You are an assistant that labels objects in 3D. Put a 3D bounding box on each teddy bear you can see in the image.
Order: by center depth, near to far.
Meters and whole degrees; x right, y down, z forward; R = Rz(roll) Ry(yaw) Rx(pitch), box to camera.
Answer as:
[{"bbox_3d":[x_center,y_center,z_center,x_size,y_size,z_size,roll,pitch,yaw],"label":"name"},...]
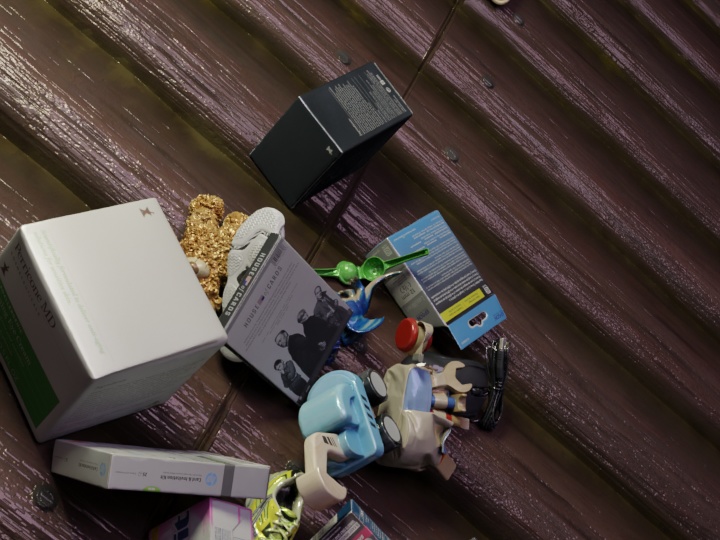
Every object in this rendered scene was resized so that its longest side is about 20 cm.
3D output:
[{"bbox_3d":[-0.205,-0.028,1.676,0.145,0.067,0.200,47,41,0],"label":"teddy bear"}]

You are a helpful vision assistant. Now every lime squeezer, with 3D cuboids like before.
[{"bbox_3d":[0.000,0.000,1.838,0.197,0.071,0.038,-8,90,-10],"label":"lime squeezer"}]

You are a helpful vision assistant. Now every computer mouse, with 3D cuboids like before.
[{"bbox_3d":[0.141,0.162,1.812,0.197,0.052,0.141,6,92,-32],"label":"computer mouse"}]

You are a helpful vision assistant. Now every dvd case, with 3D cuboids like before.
[{"bbox_3d":[-0.096,0.066,1.614,0.152,0.025,0.200,-60,139,-15],"label":"dvd case"}]

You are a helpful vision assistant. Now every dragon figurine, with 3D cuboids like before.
[{"bbox_3d":[-0.008,0.068,1.781,0.198,0.059,0.100,-19,76,-43],"label":"dragon figurine"}]

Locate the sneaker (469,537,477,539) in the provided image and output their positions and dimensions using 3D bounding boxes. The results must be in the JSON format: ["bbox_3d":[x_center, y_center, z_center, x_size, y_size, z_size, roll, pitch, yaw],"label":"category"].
[{"bbox_3d":[0.137,0.407,1.655,0.199,0.077,0.141,39,40,-26],"label":"sneaker"}]

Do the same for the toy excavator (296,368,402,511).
[{"bbox_3d":[-0.035,0.211,1.574,0.199,0.099,0.197,25,40,-55],"label":"toy excavator"}]

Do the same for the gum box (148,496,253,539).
[{"bbox_3d":[-0.175,0.356,1.376,0.066,0.113,0.203,26,46,-39],"label":"gum box"}]

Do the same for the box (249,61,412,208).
[{"bbox_3d":[-0.043,-0.204,1.885,0.107,0.148,0.199,51,41,3],"label":"box"}]

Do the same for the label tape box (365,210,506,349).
[{"bbox_3d":[0.118,0.024,1.922,0.143,0.066,0.201,-28,84,-48],"label":"label tape box"}]

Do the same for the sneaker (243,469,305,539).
[{"bbox_3d":[-0.116,0.317,1.493,0.075,0.076,0.202,33,45,-19],"label":"sneaker"}]

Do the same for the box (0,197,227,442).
[{"bbox_3d":[-0.302,0.055,1.451,0.199,0.171,0.201,-16,71,-46],"label":"box"}]

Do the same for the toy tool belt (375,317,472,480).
[{"bbox_3d":[0.092,0.176,1.712,0.122,0.124,0.203,16,78,-30],"label":"toy tool belt"}]

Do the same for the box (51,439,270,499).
[{"bbox_3d":[-0.224,0.223,1.411,0.198,0.155,0.042,13,82,-35],"label":"box"}]

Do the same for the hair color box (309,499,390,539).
[{"bbox_3d":[0.022,0.390,1.533,0.200,0.100,0.061,47,2,-3],"label":"hair color box"}]

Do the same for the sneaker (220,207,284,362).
[{"bbox_3d":[-0.121,0.021,1.652,0.114,0.074,0.203,10,93,-58],"label":"sneaker"}]

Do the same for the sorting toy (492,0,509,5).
[{"bbox_3d":[0.238,-0.630,2.532,0.199,0.036,0.186,39,42,-5],"label":"sorting toy"}]
